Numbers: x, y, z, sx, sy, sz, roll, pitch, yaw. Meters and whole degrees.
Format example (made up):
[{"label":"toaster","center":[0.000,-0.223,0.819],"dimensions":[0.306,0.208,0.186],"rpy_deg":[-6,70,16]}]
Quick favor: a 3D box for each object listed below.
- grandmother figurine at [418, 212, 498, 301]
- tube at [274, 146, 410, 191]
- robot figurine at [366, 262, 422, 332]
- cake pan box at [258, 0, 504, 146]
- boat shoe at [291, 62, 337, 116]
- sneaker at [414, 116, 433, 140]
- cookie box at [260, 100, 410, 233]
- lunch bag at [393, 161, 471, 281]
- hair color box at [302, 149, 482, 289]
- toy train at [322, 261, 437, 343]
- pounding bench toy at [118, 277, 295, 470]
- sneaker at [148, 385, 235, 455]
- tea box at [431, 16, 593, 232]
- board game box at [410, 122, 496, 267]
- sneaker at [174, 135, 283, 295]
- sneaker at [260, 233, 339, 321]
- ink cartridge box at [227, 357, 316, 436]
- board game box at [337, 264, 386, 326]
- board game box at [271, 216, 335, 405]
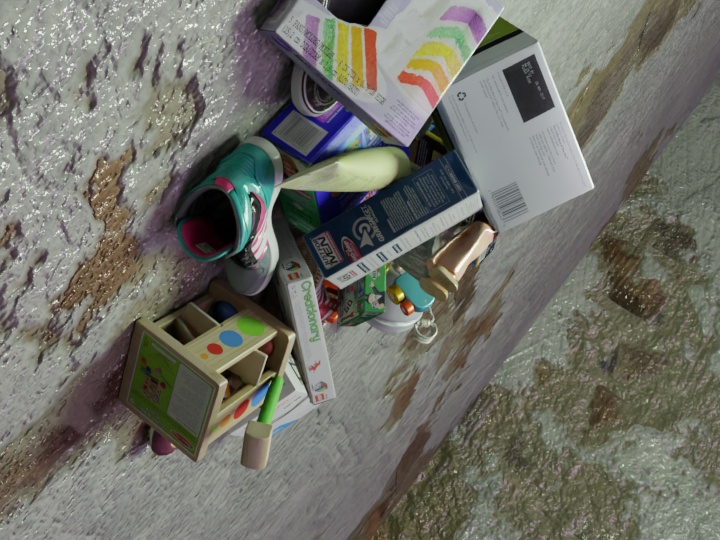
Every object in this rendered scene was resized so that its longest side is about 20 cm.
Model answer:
[{"label":"grandmother figurine","center":[0.157,-0.052,1.296],"dimensions":[0.200,0.061,0.121],"rpy_deg":[-49,-172,-27]},{"label":"tube","center":[-0.009,-0.109,1.073],"dimensions":[0.200,0.052,0.058],"rpy_deg":[-16,137,-60]},{"label":"robot figurine","center":[0.059,0.020,1.594],"dimensions":[0.169,0.113,0.200],"rpy_deg":[-10,137,-28]},{"label":"cake pan box","center":[0.023,-0.254,0.988],"dimensions":[0.200,0.052,0.184],"rpy_deg":[38,84,-31]},{"label":"boat shoe","center":[-0.001,-0.248,1.044],"dimensions":[0.071,0.064,0.200],"rpy_deg":[38,80,-43]},{"label":"sneaker","center":[0.125,-0.261,1.339],"dimensions":[0.200,0.082,0.078],"rpy_deg":[-56,162,2]},{"label":"cookie box","center":[-0.023,-0.146,1.170],"dimensions":[0.171,0.075,0.200],"rpy_deg":[-49,160,-18]},{"label":"lunch bag","center":[0.070,-0.078,1.377],"dimensions":[0.118,0.164,0.200],"rpy_deg":[-49,161,-6]},{"label":"hair color box","center":[0.040,-0.057,1.154],"dimensions":[0.200,0.061,0.100],"rpy_deg":[-30,168,4]},{"label":"toy train","center":[0.020,0.044,1.474],"dimensions":[0.056,0.200,0.150],"rpy_deg":[107,-1,-64]},{"label":"pounding bench toy","center":[-0.142,0.127,1.134],"dimensions":[0.156,0.200,0.124],"rpy_deg":[-32,149,-50]},{"label":"sneaker","center":[-0.185,0.164,1.261],"dimensions":[0.200,0.090,0.075],"rpy_deg":[-55,162,-5]},{"label":"tea box","center":[0.168,-0.187,1.228],"dimensions":[0.133,0.200,0.197],"rpy_deg":[-25,-156,4]},{"label":"board game box","center":[0.136,-0.121,1.468],"dimensions":[0.057,0.165,0.200],"rpy_deg":[-41,157,-31]},{"label":"sneaker","center":[-0.140,-0.032,1.051],"dimensions":[0.121,0.084,0.200],"rpy_deg":[-44,151,-45]},{"label":"sneaker","center":[-0.067,0.014,1.336],"dimensions":[0.112,0.071,0.200],"rpy_deg":[-28,155,-48]},{"label":"ink cartridge box","center":[-0.134,0.178,1.394],"dimensions":[0.116,0.067,0.200],"rpy_deg":[-34,163,5]},{"label":"board game box","center":[0.000,0.000,1.325],"dimensions":[0.200,0.029,0.135],"rpy_deg":[142,-51,-76]},{"label":"board game box","center":[-0.076,0.050,1.203],"dimensions":[0.035,0.126,0.200],"rpy_deg":[-17,131,-10]}]
